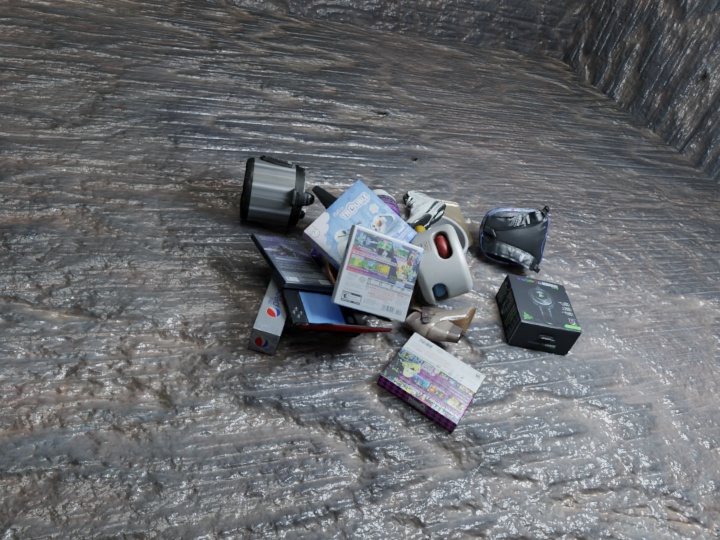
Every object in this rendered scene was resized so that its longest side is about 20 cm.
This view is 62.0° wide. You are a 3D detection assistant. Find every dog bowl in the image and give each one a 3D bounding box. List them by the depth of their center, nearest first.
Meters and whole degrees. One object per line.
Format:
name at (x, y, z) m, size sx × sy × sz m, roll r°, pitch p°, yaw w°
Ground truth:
dog bowl at (0.224, -0.086, 1.754) m, size 0.199 × 0.059 × 0.201 m, roll 10°, pitch 48°, yaw -11°

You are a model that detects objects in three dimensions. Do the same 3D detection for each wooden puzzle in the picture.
wooden puzzle at (0.247, -0.151, 1.892) m, size 0.184 × 0.037 × 0.201 m, roll 7°, pitch 45°, yaw -15°

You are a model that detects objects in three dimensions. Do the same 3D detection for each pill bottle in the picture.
pill bottle at (0.062, -0.149, 1.743) m, size 0.112 × 0.113 × 0.201 m, roll 8°, pitch 39°, yaw -14°

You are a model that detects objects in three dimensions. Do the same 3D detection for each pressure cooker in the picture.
pressure cooker at (-0.226, -0.212, 1.653) m, size 0.199 × 0.179 × 0.177 m, roll 8°, pitch 52°, yaw -13°

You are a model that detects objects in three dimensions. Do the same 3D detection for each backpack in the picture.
backpack at (0.454, -0.108, 1.808) m, size 0.189 × 0.201 × 0.154 m, roll 8°, pitch 8°, yaw -2°

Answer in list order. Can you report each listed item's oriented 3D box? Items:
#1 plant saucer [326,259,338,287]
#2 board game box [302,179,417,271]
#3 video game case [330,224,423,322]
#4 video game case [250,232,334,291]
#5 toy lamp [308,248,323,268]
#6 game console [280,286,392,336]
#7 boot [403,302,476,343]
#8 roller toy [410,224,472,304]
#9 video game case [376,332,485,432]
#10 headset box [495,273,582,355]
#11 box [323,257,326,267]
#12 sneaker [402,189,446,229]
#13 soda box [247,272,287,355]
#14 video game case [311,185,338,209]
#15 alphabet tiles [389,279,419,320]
plant saucer at (0.011, -0.004, 1.471) m, size 0.199 × 0.032 × 0.201 m, roll 9°, pitch 61°, yaw -16°
board game box at (-0.001, -0.085, 1.442) m, size 0.199 × 0.043 × 0.200 m, roll 42°, pitch 70°, yaw 5°
video game case at (0.042, 0.009, 1.387) m, size 0.199 × 0.183 × 0.023 m, roll 17°, pitch -3°, yaw -29°
video game case at (-0.166, -0.021, 1.446) m, size 0.142 × 0.019 × 0.200 m, roll 7°, pitch 31°, yaw -42°
toy lamp at (-0.128, 0.016, 1.508) m, size 0.058 × 0.058 × 0.201 m, roll 14°, pitch 39°, yaw -7°
game console at (-0.055, 0.088, 1.353) m, size 0.199 × 0.119 × 0.173 m, roll 10°, pitch 47°, yaw -42°
boot at (0.201, 0.118, 1.522) m, size 0.146 × 0.071 × 0.200 m, roll 20°, pitch 25°, yaw 19°
roller toy at (0.193, -0.016, 1.524) m, size 0.139 × 0.201 × 0.182 m, roll -18°, pitch 10°, yaw 6°
video game case at (0.164, 0.248, 1.366) m, size 0.199 × 0.036 × 0.181 m, roll 31°, pitch 39°, yaw 15°
headset box at (0.473, 0.121, 1.605) m, size 0.173 × 0.093 × 0.201 m, roll 12°, pitch 39°, yaw -8°
box at (0.000, 0.000, 1.591) m, size 0.200 × 0.049 × 0.117 m, roll 39°, pitch 41°, yaw 27°
sneaker at (0.151, -0.165, 1.720) m, size 0.115 × 0.076 × 0.200 m, roll 32°, pitch 40°, yaw 21°
soda box at (-0.198, 0.095, 1.372) m, size 0.063 × 0.068 × 0.200 m, roll 18°, pitch 38°, yaw -5°
video game case at (-0.034, -0.130, 1.612) m, size 0.025 × 0.181 × 0.200 m, roll -44°, pitch 43°, yaw -7°
alphabet tiles at (0.064, 0.022, 1.535) m, size 0.199 × 0.015 × 0.196 m, roll 32°, pitch 56°, yaw -21°
